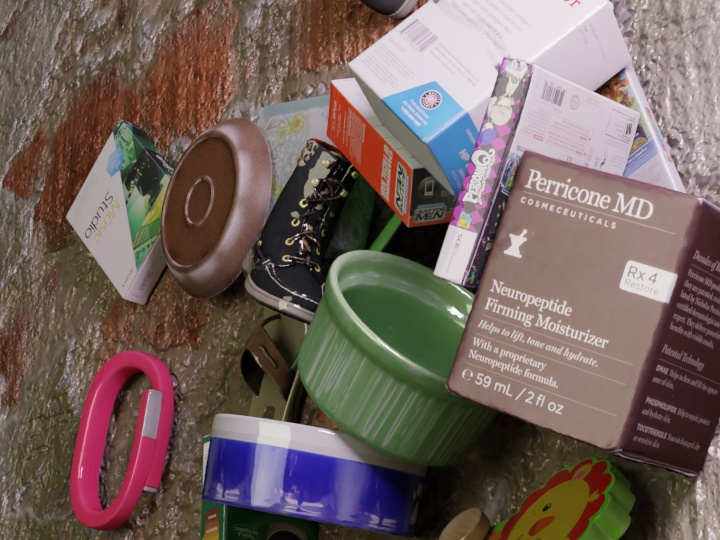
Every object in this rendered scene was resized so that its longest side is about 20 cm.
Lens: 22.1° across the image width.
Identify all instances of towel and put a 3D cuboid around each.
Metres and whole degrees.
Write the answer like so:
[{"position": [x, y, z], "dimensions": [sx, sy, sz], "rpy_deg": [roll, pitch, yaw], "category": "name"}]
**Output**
[{"position": [-0.050, -0.095, 1.923], "dimensions": [0.199, 0.048, 0.173], "rpy_deg": [-4, 75, 49], "category": "towel"}]

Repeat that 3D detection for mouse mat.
[{"position": [0.000, 0.000, 1.773], "dimensions": [0.200, 0.008, 0.161], "rpy_deg": [-52, 4, 23], "category": "mouse mat"}]

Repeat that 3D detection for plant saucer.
[{"position": [-0.164, -0.071, 1.994], "dimensions": [0.200, 0.032, 0.202], "rpy_deg": [-26, 56, 46], "category": "plant saucer"}]

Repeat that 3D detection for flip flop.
[{"position": [-0.095, 0.104, 1.879], "dimensions": [0.081, 0.057, 0.202], "rpy_deg": [2, 78, 53], "category": "flip flop"}]

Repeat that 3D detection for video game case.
[{"position": [0.208, -0.075, 1.611], "dimensions": [0.143, 0.018, 0.201], "rpy_deg": [-39, 55, 33], "category": "video game case"}, {"position": [0.149, -0.065, 1.512], "dimensions": [0.036, 0.199, 0.183], "rpy_deg": [20, 95, 34], "category": "video game case"}]

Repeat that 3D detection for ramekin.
[{"position": [0.041, 0.080, 1.625], "dimensions": [0.098, 0.199, 0.200], "rpy_deg": [-60, 39, 24], "category": "ramekin"}]

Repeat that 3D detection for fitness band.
[{"position": [-0.266, 0.189, 2.057], "dimensions": [0.143, 0.037, 0.202], "rpy_deg": [-6, 69, 52], "category": "fitness band"}]

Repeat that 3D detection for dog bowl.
[{"position": [-0.042, 0.186, 1.668], "dimensions": [0.199, 0.199, 0.080], "rpy_deg": [1, 77, 50], "category": "dog bowl"}]

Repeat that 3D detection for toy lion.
[{"position": [0.134, 0.238, 1.490], "dimensions": [0.191, 0.069, 0.200], "rpy_deg": [-31, 18, 40], "category": "toy lion"}]

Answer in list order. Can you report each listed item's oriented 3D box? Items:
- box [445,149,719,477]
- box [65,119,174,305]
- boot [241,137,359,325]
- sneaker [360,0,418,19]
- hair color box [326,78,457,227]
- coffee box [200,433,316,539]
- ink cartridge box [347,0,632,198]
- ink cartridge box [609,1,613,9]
[{"position": [0.197, 0.036, 1.449], "dimensions": [0.165, 0.164, 0.202], "rpy_deg": [18, 89, 35], "category": "box"}, {"position": [-0.270, -0.071, 2.180], "dimensions": [0.145, 0.036, 0.200], "rpy_deg": [-59, 41, 14], "category": "box"}, {"position": [-0.051, -0.040, 1.779], "dimensions": [0.155, 0.073, 0.204], "rpy_deg": [-63, 17, 9], "category": "boot"}, {"position": [0.038, -0.366, 1.882], "dimensions": [0.075, 0.106, 0.202], "rpy_deg": [22, 92, 51], "category": "sneaker"}, {"position": [0.055, -0.117, 1.731], "dimensions": [0.200, 0.110, 0.064], "rpy_deg": [-129, 37, -54], "category": "hair color box"}, {"position": [-0.098, 0.261, 1.767], "dimensions": [0.044, 0.122, 0.202], "rpy_deg": [-23, 59, 41], "category": "coffee box"}, {"position": [0.112, -0.182, 1.609], "dimensions": [0.199, 0.086, 0.147], "rpy_deg": [-37, 45, -4], "category": "ink cartridge box"}, {"position": [0.129, -0.211, 1.758], "dimensions": [0.200, 0.044, 0.177], "rpy_deg": [38, 104, 50], "category": "ink cartridge box"}]
